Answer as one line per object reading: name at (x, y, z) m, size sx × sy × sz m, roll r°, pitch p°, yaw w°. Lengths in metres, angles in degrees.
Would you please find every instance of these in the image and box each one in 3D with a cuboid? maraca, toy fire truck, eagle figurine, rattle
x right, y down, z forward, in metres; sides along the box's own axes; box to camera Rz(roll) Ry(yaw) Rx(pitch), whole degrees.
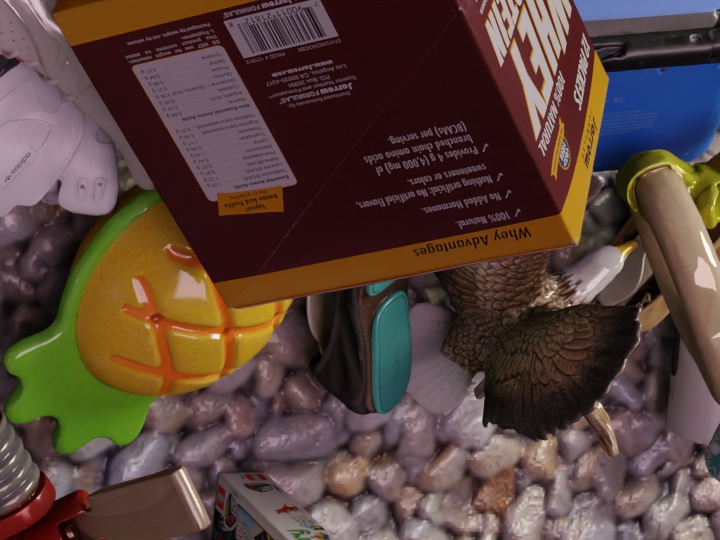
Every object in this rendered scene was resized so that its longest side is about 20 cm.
maraca at (-0.113, 0.021, 1.312) m, size 0.200 × 0.107 × 0.137 m, roll -45°, pitch 134°, yaw 3°
toy fire truck at (-0.191, 0.113, 1.255) m, size 0.200 × 0.129 × 0.176 m, roll -25°, pitch 114°, yaw 4°
eagle figurine at (0.099, 0.020, 1.363) m, size 0.152 × 0.200 × 0.151 m, roll 24°, pitch 83°, yaw 12°
rattle at (0.232, 0.014, 1.332) m, size 0.143 × 0.130 × 0.200 m, roll -19°, pitch 75°, yaw -15°

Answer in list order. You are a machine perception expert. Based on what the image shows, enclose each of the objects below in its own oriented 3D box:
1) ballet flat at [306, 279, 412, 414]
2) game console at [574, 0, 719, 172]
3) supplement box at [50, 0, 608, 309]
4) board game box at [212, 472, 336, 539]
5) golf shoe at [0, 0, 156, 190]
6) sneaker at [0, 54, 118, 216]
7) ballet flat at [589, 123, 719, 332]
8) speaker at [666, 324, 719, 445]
ballet flat at (0.000, 0.000, 1.351) m, size 0.068 × 0.068 × 0.200 m, roll -40°, pitch 150°, yaw -45°
game console at (0.107, -0.145, 1.332) m, size 0.200 × 0.119 × 0.171 m, roll -5°, pitch 148°, yaw -11°
supplement box at (-0.007, -0.110, 1.172) m, size 0.197 × 0.133 × 0.200 m, roll -11°, pitch 129°, yaw 24°
board game box at (-0.041, 0.206, 1.344) m, size 0.035 × 0.200 × 0.127 m, roll 1°, pitch 103°, yaw -23°
golf shoe at (-0.153, -0.126, 1.224) m, size 0.091 × 0.075 × 0.200 m, roll -20°, pitch 110°, yaw 1°
sneaker at (-0.200, -0.037, 1.269) m, size 0.115 × 0.075 × 0.200 m, roll 27°, pitch 88°, yaw -24°
ballet flat at (0.198, -0.030, 1.421) m, size 0.063 × 0.069 × 0.200 m, roll -14°, pitch 144°, yaw -51°
speaker at (0.240, 0.009, 1.489) m, size 0.081 × 0.081 × 0.200 m, roll -4°, pitch 106°, yaw -24°
